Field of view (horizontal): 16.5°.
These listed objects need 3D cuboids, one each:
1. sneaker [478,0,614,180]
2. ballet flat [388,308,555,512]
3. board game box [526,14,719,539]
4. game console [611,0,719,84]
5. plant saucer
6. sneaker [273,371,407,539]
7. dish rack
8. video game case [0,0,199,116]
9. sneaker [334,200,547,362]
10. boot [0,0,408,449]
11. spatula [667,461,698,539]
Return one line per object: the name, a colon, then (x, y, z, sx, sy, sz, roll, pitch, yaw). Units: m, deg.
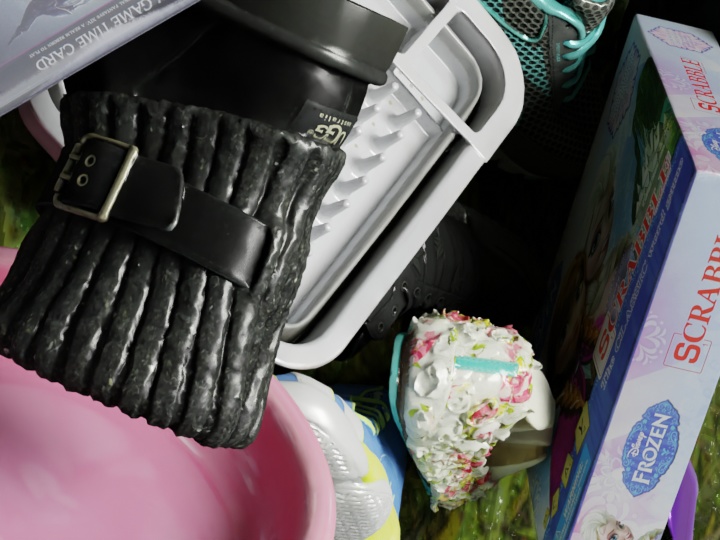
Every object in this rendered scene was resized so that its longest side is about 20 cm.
sneaker: (0.080, -0.112, 1.125, 0.200, 0.091, 0.078, 54, 53, -40)
ballet flat: (0.051, 0.064, 1.054, 0.200, 0.064, 0.076, 61, 31, -79)
board game box: (0.119, 0.013, 1.077, 0.200, 0.041, 0.200, -92, -162, -67)
game console: (0.150, -0.053, 1.179, 0.031, 0.177, 0.200, 9, 84, -9)
plant saucer: (-0.109, 0.071, 0.839, 0.200, 0.201, 0.051, -23, 145, -50)
sneaker: (-0.021, 0.075, 1.009, 0.200, 0.076, 0.105, 81, 10, -55)
dish rack: (-0.038, -0.071, 0.977, 0.172, 0.044, 0.200, 48, 53, -14)
video game case: (-0.122, -0.148, 0.731, 0.200, 0.143, 0.019, 57, 7, -27)
sneaker: (0.002, 0.000, 1.063, 0.200, 0.060, 0.104, 44, 58, -39)
boot: (-0.092, -0.044, 0.841, 0.079, 0.211, 0.158, 14, 101, -50)
spatula: (0.135, 0.090, 1.273, 0.200, 0.021, 0.057, 42, 48, -44)
